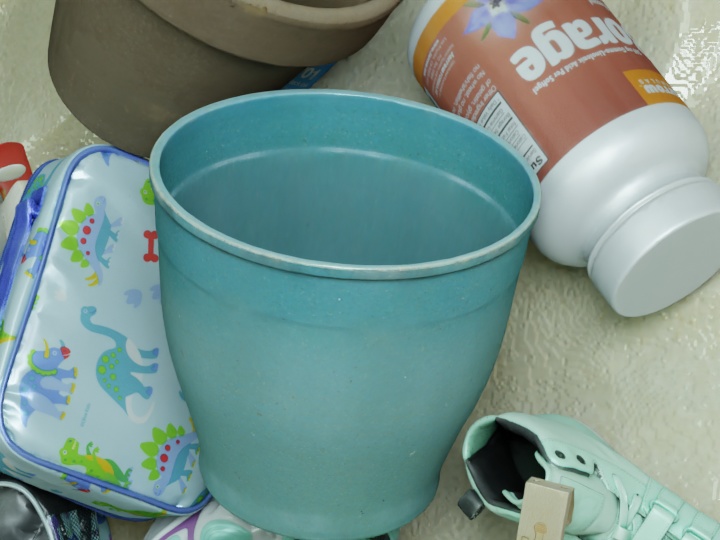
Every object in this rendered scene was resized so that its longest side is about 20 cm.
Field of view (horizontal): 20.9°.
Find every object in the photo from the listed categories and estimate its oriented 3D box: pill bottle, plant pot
[{"bbox_3d":[0.120,-0.077,1.072,0.112,0.112,0.200,-45,61,21],"label":"pill bottle"},{"bbox_3d":[-0.096,-0.158,1.107,0.175,0.200,0.201,-50,57,39],"label":"plant pot"},{"bbox_3d":[-0.015,0.030,1.031,0.200,0.200,0.189,29,127,35],"label":"plant pot"}]

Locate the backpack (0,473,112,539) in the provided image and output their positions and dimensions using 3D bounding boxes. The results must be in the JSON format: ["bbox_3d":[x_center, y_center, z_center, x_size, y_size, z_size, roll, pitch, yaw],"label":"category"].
[{"bbox_3d":[-0.230,0.232,1.187,0.177,0.150,0.201,-13,80,17],"label":"backpack"}]

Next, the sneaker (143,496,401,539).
[{"bbox_3d":[-0.055,0.135,1.174,0.199,0.140,0.078,-25,111,12],"label":"sneaker"}]

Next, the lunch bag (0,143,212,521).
[{"bbox_3d":[-0.145,0.035,1.146,0.082,0.160,0.201,-15,57,54],"label":"lunch bag"}]

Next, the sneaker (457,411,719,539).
[{"bbox_3d":[0.135,0.145,1.022,0.200,0.118,0.074,38,103,32],"label":"sneaker"}]

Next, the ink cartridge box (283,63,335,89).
[{"bbox_3d":[-0.026,-0.228,1.216,0.200,0.086,0.147,-40,63,23],"label":"ink cartridge box"}]

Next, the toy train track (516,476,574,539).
[{"bbox_3d":[0.085,0.201,1.002,0.114,0.033,0.201,12,105,20],"label":"toy train track"}]

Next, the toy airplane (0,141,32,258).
[{"bbox_3d":[-0.259,0.018,1.267,0.201,0.141,0.199,-69,19,6],"label":"toy airplane"}]
